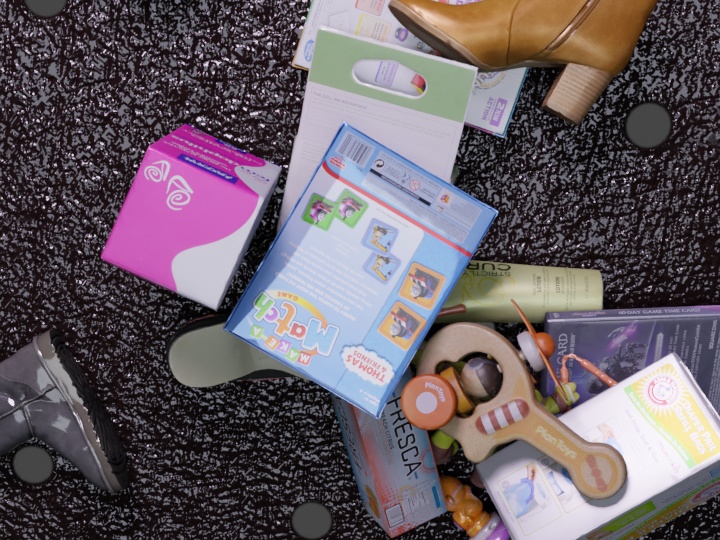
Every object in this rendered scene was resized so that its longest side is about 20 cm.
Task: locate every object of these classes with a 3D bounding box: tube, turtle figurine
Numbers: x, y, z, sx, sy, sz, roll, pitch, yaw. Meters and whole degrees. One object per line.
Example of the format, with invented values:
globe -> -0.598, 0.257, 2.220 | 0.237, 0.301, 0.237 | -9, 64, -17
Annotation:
tube -> 0.120, 0.021, 1.087 | 0.200, 0.058, 0.052 | 3, 113, 1
turtle figurine -> 0.124, 0.126, 1.074 | 0.200, 0.064, 0.161 | 16, 125, 1

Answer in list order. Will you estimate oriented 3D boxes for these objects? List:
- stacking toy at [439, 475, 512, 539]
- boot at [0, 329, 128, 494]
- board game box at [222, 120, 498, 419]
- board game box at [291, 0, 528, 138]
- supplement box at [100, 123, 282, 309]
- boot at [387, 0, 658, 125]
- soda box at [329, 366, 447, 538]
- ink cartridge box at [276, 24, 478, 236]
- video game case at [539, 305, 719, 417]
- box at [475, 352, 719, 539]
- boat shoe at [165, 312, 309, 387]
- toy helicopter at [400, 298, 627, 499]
stacking toy -> 0.143, 0.271, 1.129 | 0.200, 0.116, 0.110 | 43, 97, 3
boot -> -0.341, 0.167, 1.115 | 0.200, 0.073, 0.182 | -29, 87, 0
board game box -> 0.000, 0.000, 0.990 | 0.151, 0.037, 0.200 | 30, 89, 0
board game box -> 0.057, -0.221, 1.038 | 0.200, 0.040, 0.153 | 19, 102, -4
supplement box -> -0.136, -0.051, 0.996 | 0.101, 0.200, 0.103 | 24, 102, -5
boot -> 0.139, -0.227, 0.988 | 0.201, 0.071, 0.144 | 27, 94, -7
soda box -> 0.019, 0.141, 1.082 | 0.064, 0.068, 0.200 | -22, 115, -17
ink cartridge box -> 0.015, -0.104, 1.033 | 0.145, 0.048, 0.200 | 16, 113, 7
video game case -> 0.268, 0.096, 1.096 | 0.200, 0.019, 0.143 | -2, 124, 1
box -> 0.222, 0.176, 1.037 | 0.200, 0.112, 0.101 | -31, 60, 8
boat shoe -> -0.080, 0.066, 1.095 | 0.201, 0.063, 0.074 | -6, 98, -13
toy helicopter -> 0.140, 0.113, 0.989 | 0.200, 0.079, 0.132 | 35, 93, 13
